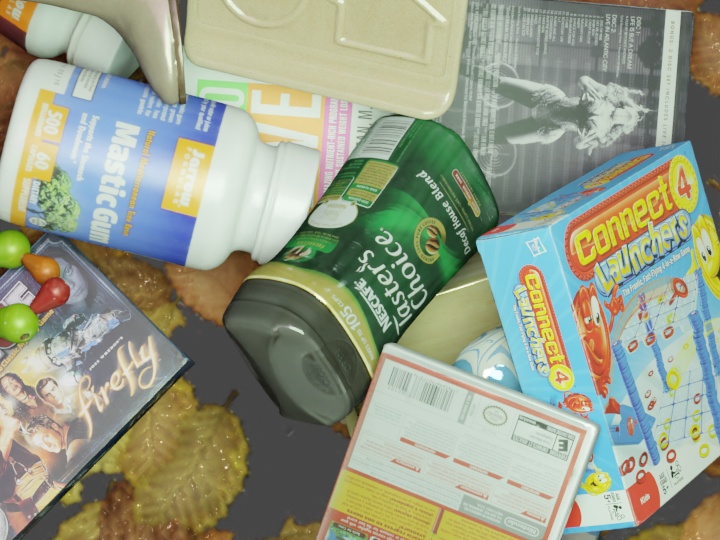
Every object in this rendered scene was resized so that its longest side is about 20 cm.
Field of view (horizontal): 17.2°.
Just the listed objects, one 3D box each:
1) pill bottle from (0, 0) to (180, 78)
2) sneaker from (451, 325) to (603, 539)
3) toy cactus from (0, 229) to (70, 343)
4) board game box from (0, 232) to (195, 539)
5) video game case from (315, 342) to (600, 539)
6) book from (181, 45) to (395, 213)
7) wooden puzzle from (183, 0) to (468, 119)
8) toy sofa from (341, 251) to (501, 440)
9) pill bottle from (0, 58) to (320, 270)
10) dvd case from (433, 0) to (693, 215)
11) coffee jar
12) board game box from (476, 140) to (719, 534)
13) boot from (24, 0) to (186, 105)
[{"bbox_3d":[-0.227,-0.217,1.629,0.200,0.114,0.114,34,86,6],"label":"pill bottle"},{"bbox_3d":[0.108,0.116,1.559,0.072,0.200,0.072,-31,39,-6],"label":"sneaker"},{"bbox_3d":[-0.298,0.010,1.601,0.200,0.102,0.165,37,93,21],"label":"toy cactus"},{"bbox_3d":[-0.232,0.087,1.634,0.135,0.035,0.200,44,87,6],"label":"board game box"},{"bbox_3d":[0.047,0.162,1.459,0.143,0.017,0.200,21,96,15],"label":"video game case"},{"bbox_3d":[-0.046,-0.082,1.646,0.200,0.048,0.134,4,89,2],"label":"book"},{"bbox_3d":[-0.015,-0.210,1.509,0.185,0.046,0.200,14,119,12],"label":"wooden puzzle"},{"bbox_3d":[0.071,0.041,1.614,0.200,0.098,0.083,-18,108,0],"label":"toy sofa"},{"bbox_3d":[-0.132,-0.063,1.569,0.200,0.112,0.112,14,84,-3],"label":"pill bottle"},{"bbox_3d":[0.124,-0.111,1.625,0.200,0.016,0.149,4,93,-8],"label":"dvd case"},{"bbox_3d":[0.000,0.000,1.519,0.085,0.104,0.200,8,49,43],"label":"coffee jar"},{"bbox_3d":[0.172,0.039,1.524,0.056,0.200,0.196,-10,103,37],"label":"board game box"},{"bbox_3d":[-0.195,-0.195,1.535,0.146,0.070,0.200,-7,74,-11],"label":"boot"}]
